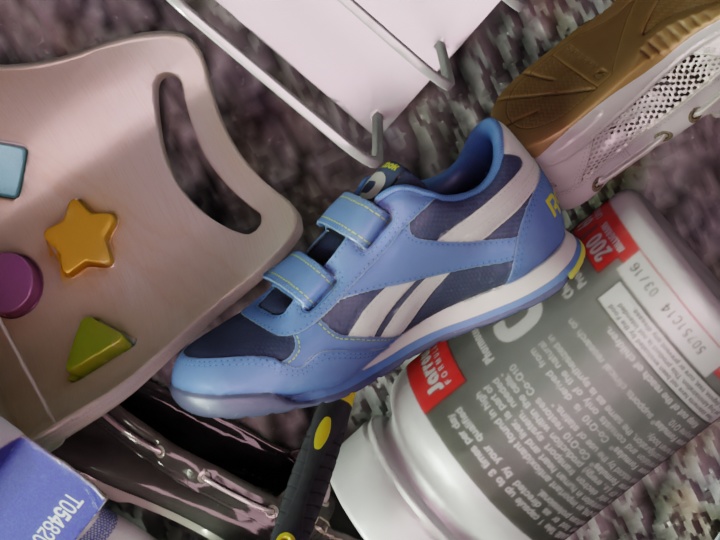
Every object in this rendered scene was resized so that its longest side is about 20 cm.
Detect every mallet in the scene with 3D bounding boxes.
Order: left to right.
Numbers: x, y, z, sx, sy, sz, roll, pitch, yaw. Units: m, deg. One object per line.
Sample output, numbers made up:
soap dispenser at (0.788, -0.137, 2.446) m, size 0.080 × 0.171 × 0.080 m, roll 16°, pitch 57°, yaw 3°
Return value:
mallet at (0.000, 0.057, 0.910) m, size 0.066 × 0.200 × 0.041 m, roll 7°, pitch 149°, yaw 7°

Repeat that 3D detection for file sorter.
file sorter at (0.022, -0.166, 0.865) m, size 0.139 × 0.125 × 0.200 m, roll 40°, pitch 102°, yaw -11°

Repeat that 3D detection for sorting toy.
sorting toy at (-0.130, -0.022, 0.914) m, size 0.180 × 0.107 × 0.200 m, roll -30°, pitch 75°, yaw -3°

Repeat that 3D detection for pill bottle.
pill bottle at (0.088, 0.065, 0.937) m, size 0.200 × 0.114 × 0.114 m, roll -40°, pitch 102°, yaw 11°

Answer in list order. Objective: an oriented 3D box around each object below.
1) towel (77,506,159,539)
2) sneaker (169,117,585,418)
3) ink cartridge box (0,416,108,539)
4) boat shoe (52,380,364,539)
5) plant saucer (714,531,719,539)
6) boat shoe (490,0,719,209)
towel at (-0.110, 0.212, 1.002) m, size 0.200 × 0.024 × 0.147 m, roll 36°, pitch 103°, yaw -28°
sneaker at (0.000, 0.000, 0.865) m, size 0.200 × 0.074 × 0.082 m, roll -27°, pitch 112°, yaw -16°
ink cartridge box at (-0.234, 0.098, 0.853) m, size 0.200 × 0.041 × 0.200 m, roll 36°, pitch 132°, yaw -4°
boat shoe at (-0.062, 0.101, 0.973) m, size 0.200 × 0.067 × 0.057 m, roll 20°, pitch 110°, yaw -2°
plant saucer at (0.263, 0.179, 1.008) m, size 0.201 × 0.039 × 0.201 m, roll 0°, pitch 106°, yaw 0°
boat shoe at (0.155, -0.104, 0.918) m, size 0.200 × 0.071 × 0.069 m, roll -36°, pitch 129°, yaw 2°
